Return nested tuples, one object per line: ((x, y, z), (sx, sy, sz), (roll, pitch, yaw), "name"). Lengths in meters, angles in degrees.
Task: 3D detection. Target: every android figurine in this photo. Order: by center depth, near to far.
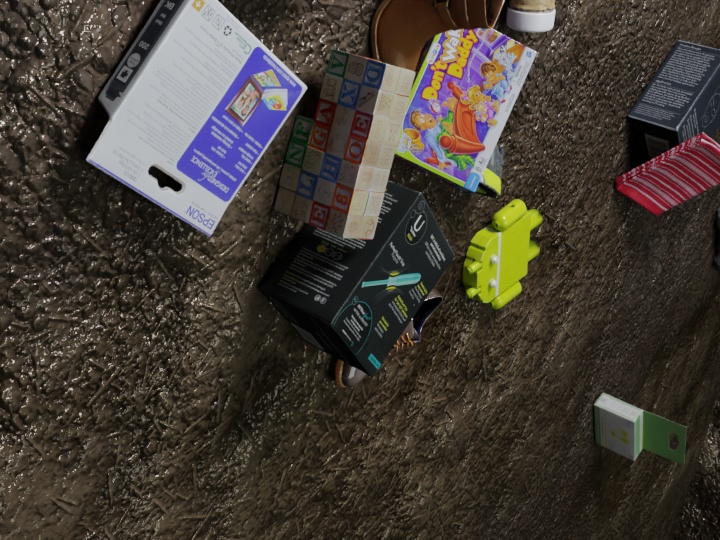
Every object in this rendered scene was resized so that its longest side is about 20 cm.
((0.231, -0.023, 1.604), (0.200, 0.041, 0.183), (-32, 133, -40), "android figurine")

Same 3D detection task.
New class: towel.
((0.598, -0.175, 1.844), (0.144, 0.200, 0.023), (27, 51, -32), "towel")

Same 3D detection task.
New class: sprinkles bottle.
((0.245, -0.435, 1.352), (0.068, 0.068, 0.201), (-25, 129, -42), "sprinkles bottle")

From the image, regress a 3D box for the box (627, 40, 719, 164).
((0.611, -0.307, 1.863), (0.200, 0.107, 0.149), (-53, 143, -15), "box")

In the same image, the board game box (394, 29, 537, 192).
((0.126, -0.221, 1.281), (0.134, 0.045, 0.201), (24, 91, -12), "board game box")

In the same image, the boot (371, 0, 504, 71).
((0.099, -0.303, 1.168), (0.076, 0.155, 0.201), (-8, 116, -50), "boot")

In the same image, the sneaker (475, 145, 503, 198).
((0.149, -0.174, 1.397), (0.200, 0.073, 0.082), (33, 70, -57), "sneaker")

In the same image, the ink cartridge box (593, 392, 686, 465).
((0.623, 0.369, 2.196), (0.048, 0.199, 0.146), (-44, 140, -29), "ink cartridge box")

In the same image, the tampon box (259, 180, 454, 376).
((0.000, 0.000, 1.246), (0.201, 0.126, 0.150), (-55, 144, -16), "tampon box")

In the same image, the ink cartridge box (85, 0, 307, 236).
((-0.169, -0.160, 1.003), (0.201, 0.043, 0.198), (-58, 144, -3), "ink cartridge box")

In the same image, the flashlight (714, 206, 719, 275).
((0.907, -0.069, 2.415), (0.068, 0.068, 0.201), (-43, 138, -29), "flashlight")

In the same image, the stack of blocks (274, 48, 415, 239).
((-0.020, -0.149, 1.142), (0.058, 0.115, 0.201), (0, 110, -51), "stack of blocks")

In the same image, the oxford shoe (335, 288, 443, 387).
((0.040, 0.091, 1.395), (0.200, 0.073, 0.071), (-51, 143, -18), "oxford shoe")
